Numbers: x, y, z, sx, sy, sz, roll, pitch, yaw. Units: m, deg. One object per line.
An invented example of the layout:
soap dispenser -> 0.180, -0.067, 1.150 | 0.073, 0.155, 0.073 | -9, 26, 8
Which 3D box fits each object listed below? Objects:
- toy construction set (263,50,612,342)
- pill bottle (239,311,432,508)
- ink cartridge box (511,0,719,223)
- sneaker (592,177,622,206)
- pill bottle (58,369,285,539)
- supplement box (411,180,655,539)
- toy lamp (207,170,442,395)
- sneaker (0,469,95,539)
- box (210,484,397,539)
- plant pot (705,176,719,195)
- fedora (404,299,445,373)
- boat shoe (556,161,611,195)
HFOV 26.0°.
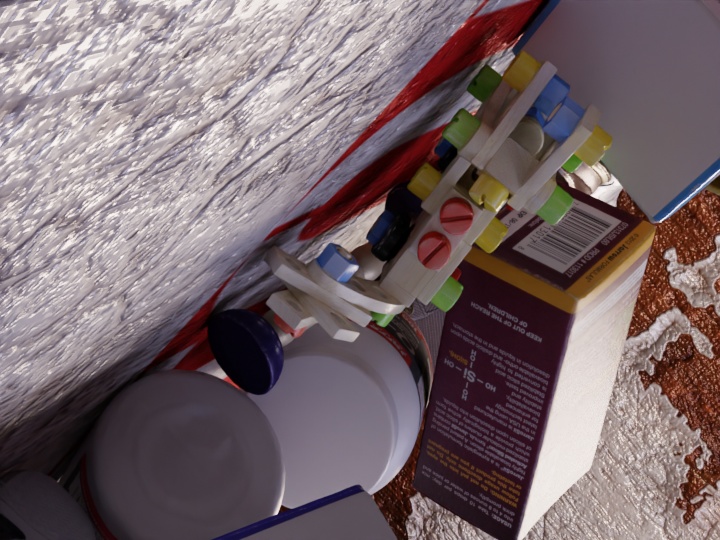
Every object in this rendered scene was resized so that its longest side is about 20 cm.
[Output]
toy construction set -> 0.043, -0.028, 0.815 | 0.199, 0.092, 0.131 | -37, -170, 13
pill bottle -> -0.015, 0.082, 0.993 | 0.116, 0.116, 0.200 | -42, -179, 9
ink cartridge box -> 0.206, -0.147, 0.832 | 0.199, 0.126, 0.129 | -37, 173, -33
sneaker -> 0.272, -0.109, 1.660 | 0.140, 0.078, 0.200 | -43, 174, 20
pill bottle -> -0.125, 0.146, 0.902 | 0.110, 0.111, 0.200 | -36, 172, -36
supplement box -> 0.108, 0.059, 0.997 | 0.110, 0.085, 0.202 | -35, 143, -46
toy lamp -> 0.000, 0.000, 0.907 | 0.199, 0.058, 0.058 | -37, 173, -34
sneaker -> -0.206, 0.170, 0.738 | 0.114, 0.076, 0.200 | -46, 175, 18
box -> -0.087, 0.211, 0.771 | 0.183, 0.106, 0.200 | -14, 159, -46
plant pot -> 0.325, -0.171, 1.205 | 0.200, 0.199, 0.143 | -46, -160, 40
fedora -> 0.079, 0.038, 1.250 | 0.198, 0.091, 0.177 | -26, 178, 15
boat shoe -> 0.140, -0.072, 1.174 | 0.067, 0.072, 0.200 | -43, 176, 1
